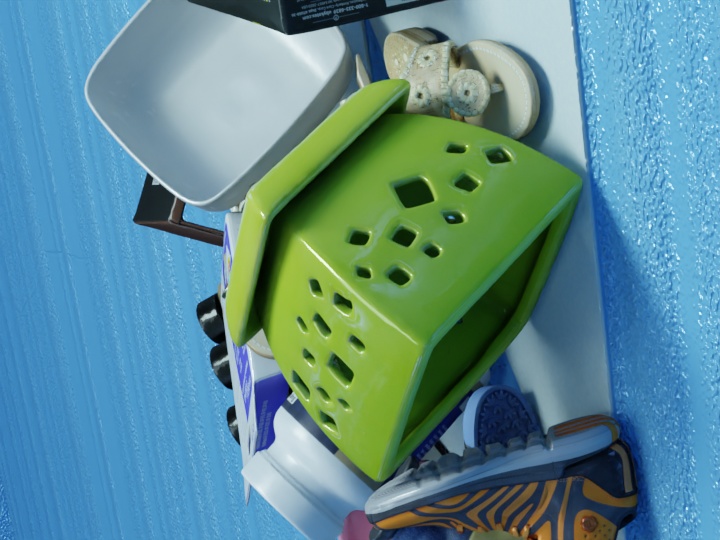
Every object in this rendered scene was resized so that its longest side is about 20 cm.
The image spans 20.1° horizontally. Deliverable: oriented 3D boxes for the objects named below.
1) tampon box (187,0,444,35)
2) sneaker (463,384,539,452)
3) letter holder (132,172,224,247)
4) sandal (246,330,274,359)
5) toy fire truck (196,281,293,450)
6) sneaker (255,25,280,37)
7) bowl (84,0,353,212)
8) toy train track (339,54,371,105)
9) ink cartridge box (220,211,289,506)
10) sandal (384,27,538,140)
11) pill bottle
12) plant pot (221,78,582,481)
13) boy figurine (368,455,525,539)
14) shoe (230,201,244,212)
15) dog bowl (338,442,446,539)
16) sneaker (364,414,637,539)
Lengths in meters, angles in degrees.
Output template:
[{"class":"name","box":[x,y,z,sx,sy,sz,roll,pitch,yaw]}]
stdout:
[{"class":"tampon box","box":[-0.042,-0.270,1.571,0.200,0.149,0.127,30,131,61]},{"class":"sneaker","box":[0.111,0.186,1.630,0.078,0.070,0.201,6,111,62]},{"class":"letter holder","box":[-0.129,-0.075,2.009,0.200,0.141,0.101,-175,102,-74]},{"class":"sandal","box":[-0.058,-0.037,1.659,0.070,0.077,0.213,92,-168,-61]},{"class":"toy fire truck","box":[-0.064,0.106,1.960,0.200,0.128,0.177,27,-142,-55]},{"class":"sneaker","box":[-0.109,-0.171,1.822,0.199,0.078,0.078,-24,50,42]},{"class":"bowl","box":[-0.111,-0.158,1.712,0.200,0.200,0.075,44,-178,30]},{"class":"toy train track","box":[0.002,-0.105,1.677,0.200,0.032,0.115,106,142,-77]},{"class":"ink cartridge box","box":[-0.089,0.079,1.754,0.198,0.043,0.201,103,160,-66]},{"class":"sandal","box":[0.053,-0.135,1.524,0.212,0.069,0.078,31,134,60]},{"class":"pill bottle","box":[0.002,0.121,1.645,0.116,0.200,0.116,41,177,3]},{"class":"plant pot","box":[0.018,-0.004,1.466,0.181,0.200,0.199,36,147,13]},{"class":"boy figurine","box":[0.113,0.208,1.548,0.064,0.199,0.125,123,169,-71]},{"class":"shoe","box":[-0.072,-0.057,1.785,0.200,0.053,0.070,33,115,43]},{"class":"dog bowl","box":[0.041,0.247,1.839,0.200,0.073,0.201,50,149,45]},{"class":"sneaker","box":[0.108,0.185,1.480,0.078,0.199,0.113,-52,-54,-77]}]
